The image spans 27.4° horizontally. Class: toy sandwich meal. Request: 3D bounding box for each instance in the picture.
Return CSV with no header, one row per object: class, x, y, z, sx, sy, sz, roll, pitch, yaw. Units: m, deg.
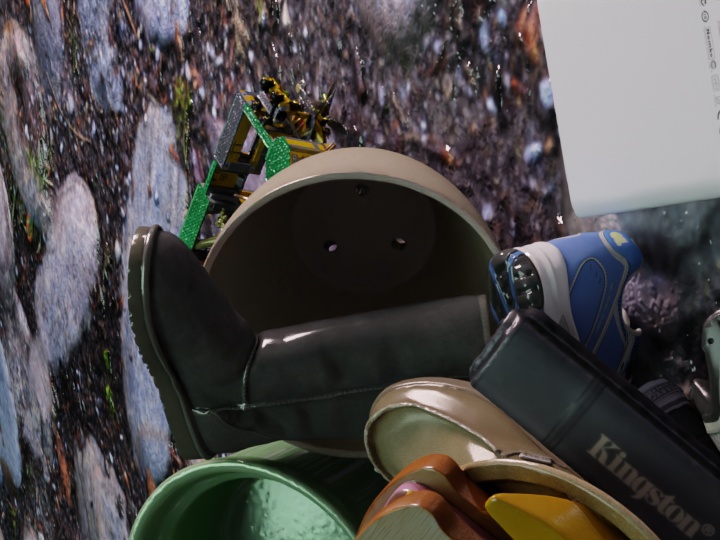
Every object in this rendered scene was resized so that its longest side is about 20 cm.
toy sandwich meal,0.079,0.179,0.719,0.204,0.070,0.206,20,123,33

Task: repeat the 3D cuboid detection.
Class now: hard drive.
hard drive,0.162,-0.101,0.744,0.200,0.027,0.133,-7,93,64

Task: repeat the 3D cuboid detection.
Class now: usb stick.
usb stick,0.141,0.096,0.736,0.200,0.033,0.056,40,111,8

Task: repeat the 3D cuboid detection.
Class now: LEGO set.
LEGO set,-0.049,-0.040,1.116,0.154,0.115,0.201,47,124,52

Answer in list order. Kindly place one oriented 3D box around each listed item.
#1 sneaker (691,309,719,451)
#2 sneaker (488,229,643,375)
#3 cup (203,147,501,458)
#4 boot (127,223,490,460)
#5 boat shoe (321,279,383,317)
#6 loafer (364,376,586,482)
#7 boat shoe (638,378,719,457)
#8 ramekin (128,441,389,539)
sneaker,0.199,0.027,0.656,0.088,0.073,0.201,54,150,32
sneaker,0.123,0.058,0.836,0.201,0.077,0.076,83,162,-49
cup,0.000,0.000,0.966,0.143,0.199,0.201,-85,-1,-63
boot,-0.023,0.039,0.867,0.073,0.199,0.182,-81,-19,-47
boat shoe,-0.036,0.099,1.068,0.201,0.068,0.075,-63,11,-6
loafer,0.075,0.120,0.792,0.199,0.067,0.076,23,122,33
boat shoe,0.144,0.142,0.834,0.066,0.070,0.200,51,138,24
ramekin,-0.049,0.208,0.982,0.199,0.098,0.201,6,103,26
